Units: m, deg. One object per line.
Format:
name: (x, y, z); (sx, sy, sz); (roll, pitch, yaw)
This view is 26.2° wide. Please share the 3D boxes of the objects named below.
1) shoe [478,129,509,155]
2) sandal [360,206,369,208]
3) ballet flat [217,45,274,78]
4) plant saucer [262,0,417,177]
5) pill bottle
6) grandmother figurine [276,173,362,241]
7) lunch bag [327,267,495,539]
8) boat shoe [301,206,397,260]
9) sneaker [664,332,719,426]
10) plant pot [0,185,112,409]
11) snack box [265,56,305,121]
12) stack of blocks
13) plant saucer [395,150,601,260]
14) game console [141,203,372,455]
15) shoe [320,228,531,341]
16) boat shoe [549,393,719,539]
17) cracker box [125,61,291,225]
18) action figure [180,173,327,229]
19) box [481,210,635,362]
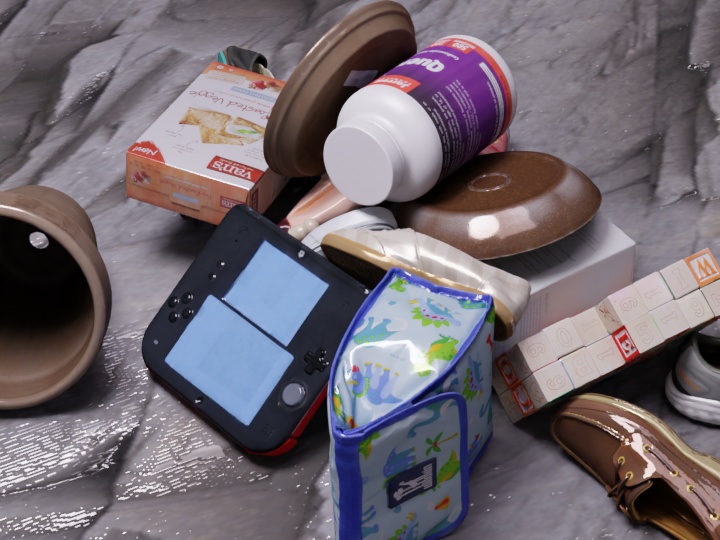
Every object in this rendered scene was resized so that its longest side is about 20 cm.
shoe: (0.059, -0.138, 1.646); (0.198, 0.072, 0.091); (8, 36, 4)
sandal: (0.001, 0.001, 1.501); (0.079, 0.058, 0.202); (0, 41, 2)
ballet flat: (-0.122, -0.189, 1.719); (0.068, 0.068, 0.201); (2, 41, -9)
plant saucer: (-0.013, -0.166, 1.472); (0.029, 0.201, 0.200); (41, 55, 21)
pill bottle: (0.054, -0.137, 1.439); (0.112, 0.113, 0.200); (24, 39, 26)
grandmother figurine: (-0.066, -0.038, 1.500); (0.199, 0.121, 0.061); (-35, 82, -7)
lunch bag: (0.033, 0.128, 1.270); (0.127, 0.171, 0.200); (16, 44, 23)
boat shoe: (-0.041, 0.019, 1.435); (0.200, 0.072, 0.071); (-36, 53, 19)
sneaker: (0.371, 0.101, 1.359); (0.199, 0.080, 0.074); (8, 40, 9)
plant pot: (-0.318, 0.000, 1.433); (0.199, 0.202, 0.175); (1, 24, 3)
snack box: (-0.021, -0.162, 1.543); (0.024, 0.072, 0.200); (39, 14, 22)
stack of blocks: (0.222, 0.059, 1.374); (0.199, 0.115, 0.059); (-23, 78, -22)
plant saucer: (0.123, -0.068, 1.438); (0.199, 0.037, 0.201); (-12, 24, 5)
game console: (-0.095, 0.053, 1.393); (0.200, 0.031, 0.177); (34, 92, 33)
shoe: (0.056, 0.003, 1.348); (0.199, 0.070, 0.054); (23, 63, 25)
boat shoe: (0.238, 0.170, 1.289); (0.199, 0.072, 0.067); (30, 48, 28)
cracker box: (-0.131, -0.127, 1.545); (0.133, 0.058, 0.200); (17, 39, 13)
action figure: (-0.089, -0.096, 1.613); (0.199, 0.070, 0.130); (-15, 36, -20)
box: (0.141, 0.013, 1.452); (0.199, 0.098, 0.124); (-24, 45, -22)
